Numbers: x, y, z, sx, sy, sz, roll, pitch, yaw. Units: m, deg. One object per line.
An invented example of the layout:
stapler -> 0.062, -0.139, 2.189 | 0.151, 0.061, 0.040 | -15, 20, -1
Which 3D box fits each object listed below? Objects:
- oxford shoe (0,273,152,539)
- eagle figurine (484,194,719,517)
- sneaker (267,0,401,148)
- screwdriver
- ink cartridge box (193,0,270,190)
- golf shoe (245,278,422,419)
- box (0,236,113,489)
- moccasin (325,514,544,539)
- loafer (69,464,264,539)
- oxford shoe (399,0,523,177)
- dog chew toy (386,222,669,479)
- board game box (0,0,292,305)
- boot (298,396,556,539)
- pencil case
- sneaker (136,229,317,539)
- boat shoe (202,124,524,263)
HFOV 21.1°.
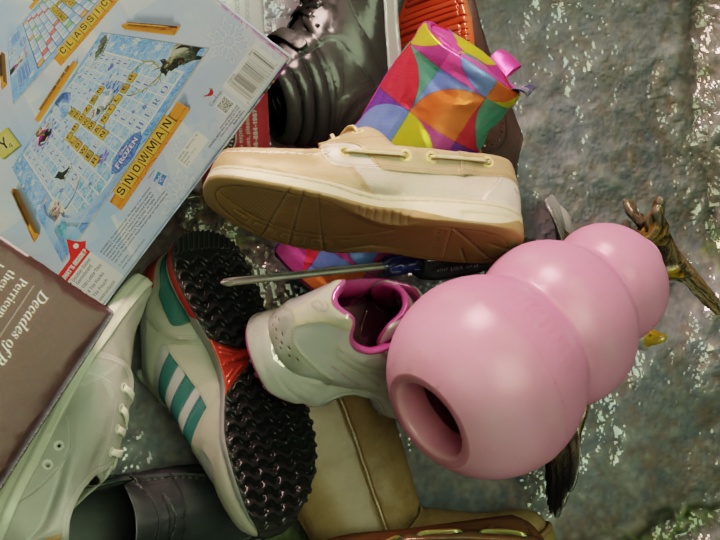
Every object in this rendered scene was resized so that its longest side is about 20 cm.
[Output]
oxford shoe -> -0.168, 0.091, 1.184 | 0.058, 0.075, 0.200 | 26, 60, -5
eagle figurine -> 0.146, 0.042, 1.306 | 0.152, 0.151, 0.200 | 44, 79, 0
sneaker -> -0.032, -0.174, 1.306 | 0.099, 0.071, 0.200 | -8, 91, -25
screwdriver -> 0.000, 0.000, 1.230 | 0.200, 0.029, 0.028 | -8, 68, -25
ink cartridge box -> -0.166, -0.120, 1.233 | 0.200, 0.083, 0.146 | -7, 102, -20
golf shoe -> 0.024, 0.047, 1.233 | 0.200, 0.092, 0.075 | 4, 58, -44
box -> -0.283, 0.040, 1.143 | 0.200, 0.166, 0.164 | 34, 77, -13
moccasin -> 0.024, 0.203, 1.226 | 0.201, 0.078, 0.074 | -6, 88, -8
loafer -> -0.143, 0.162, 1.231 | 0.201, 0.070, 0.068 | -2, 91, -19
oxford shoe -> 0.071, -0.115, 1.350 | 0.073, 0.071, 0.200 | 5, 78, -47
dog chew toy -> 0.111, 0.039, 1.177 | 0.200, 0.125, 0.125 | -34, 96, -29
board game box -> -0.178, -0.111, 1.160 | 0.200, 0.041, 0.200 | 38, 87, -24
boot -> 0.024, 0.124, 1.299 | 0.175, 0.066, 0.200 | -20, 90, -20
pencil case -> 0.027, -0.067, 1.273 | 0.088, 0.088, 0.200 | 33, 102, -13
sneaker -> -0.094, 0.079, 1.246 | 0.070, 0.093, 0.200 | -13, 80, -39
boat shoe -> 0.003, -0.053, 1.201 | 0.200, 0.074, 0.069 | 9, 62, -10
